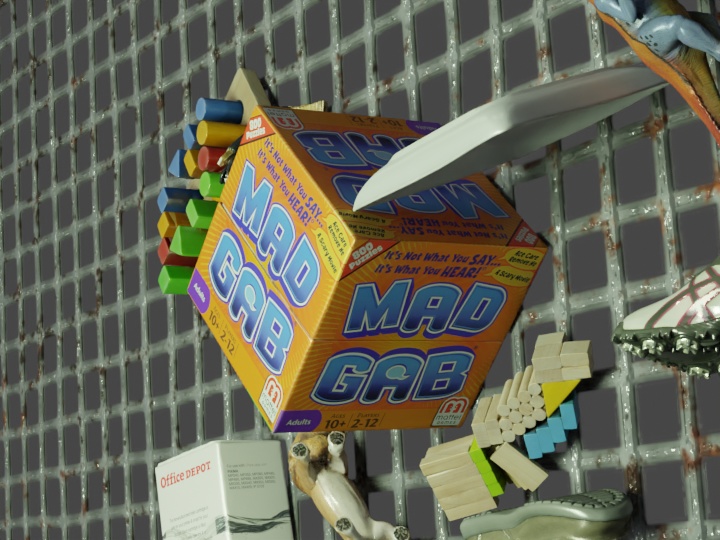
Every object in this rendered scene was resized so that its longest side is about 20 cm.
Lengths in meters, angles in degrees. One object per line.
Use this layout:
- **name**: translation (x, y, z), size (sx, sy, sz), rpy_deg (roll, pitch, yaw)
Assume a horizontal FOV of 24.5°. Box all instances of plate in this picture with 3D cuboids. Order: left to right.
- **plate**: translation (0.114, -0.109, 1.284), size (0.200, 0.199, 0.032), rpy_deg (-26, 86, 52)

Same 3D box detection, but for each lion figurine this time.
- **lion figurine**: translation (-0.012, 0.221, 1.552), size (0.123, 0.072, 0.200), rpy_deg (85, 160, -61)

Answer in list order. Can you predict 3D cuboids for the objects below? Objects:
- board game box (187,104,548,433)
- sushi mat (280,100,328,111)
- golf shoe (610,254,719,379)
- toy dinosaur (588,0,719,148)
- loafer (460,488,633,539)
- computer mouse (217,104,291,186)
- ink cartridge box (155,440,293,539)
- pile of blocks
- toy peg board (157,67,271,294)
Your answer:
- **board game box**: translation (0.000, 0.000, 1.439), size (0.200, 0.199, 0.200), rpy_deg (53, 130, 43)
- **sushi mat**: translation (-0.066, -0.073, 1.705), size (0.096, 0.012, 0.201), rpy_deg (4, 90, 56)
- **golf shoe**: translation (0.265, 0.025, 1.182), size (0.200, 0.077, 0.088), rpy_deg (-15, 55, 52)
- **toy dinosaur**: translation (0.195, -0.184, 1.190), size (0.181, 0.105, 0.201), rpy_deg (15, 104, 25)
- **loafer**: translation (0.153, 0.219, 1.323), size (0.200, 0.075, 0.070), rpy_deg (-30, 69, 61)
- **computer mouse**: translation (-0.083, -0.052, 1.620), size (0.044, 0.110, 0.201), rpy_deg (12, 132, 28)
- **ink cartridge box**: translation (-0.138, 0.287, 1.720), size (0.145, 0.084, 0.201), rpy_deg (-27, 66, 51)
- **pile of blocks**: translation (0.134, 0.126, 1.371), size (0.200, 0.082, 0.062), rpy_deg (-47, 6, 27)
- **toy peg board**: translation (-0.161, -0.082, 1.756), size (0.200, 0.097, 0.200), rpy_deg (-61, 39, 35)
